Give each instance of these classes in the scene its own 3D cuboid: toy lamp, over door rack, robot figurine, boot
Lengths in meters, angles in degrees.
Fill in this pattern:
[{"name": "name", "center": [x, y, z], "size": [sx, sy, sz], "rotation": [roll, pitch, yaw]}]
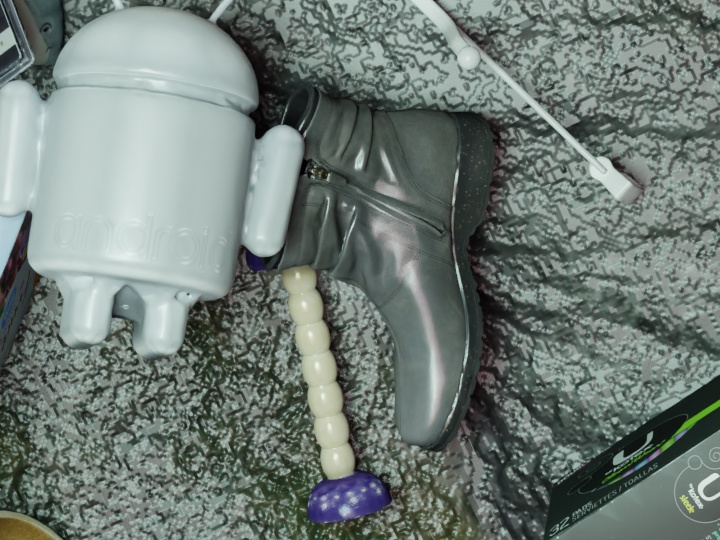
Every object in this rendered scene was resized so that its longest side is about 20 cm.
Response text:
[{"name": "toy lamp", "center": [-0.027, 0.044, 1.685], "size": [0.058, 0.058, 0.201], "rotation": [-12, 97, 7]}, {"name": "over door rack", "center": [0.127, -0.154, 1.632], "size": [0.200, 0.067, 0.148], "rotation": [42, 101, -2]}, {"name": "robot figurine", "center": [-0.115, -0.055, 1.563], "size": [0.169, 0.113, 0.201], "rotation": [8, 84, -14]}, {"name": "boot", "center": [0.000, 0.000, 1.641], "size": [0.131, 0.070, 0.201], "rotation": [4, 87, -28]}]

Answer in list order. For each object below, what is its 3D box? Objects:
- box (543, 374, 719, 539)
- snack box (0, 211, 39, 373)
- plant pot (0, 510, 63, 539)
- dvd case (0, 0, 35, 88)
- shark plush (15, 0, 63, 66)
[{"name": "box", "center": [0.219, 0.131, 1.629], "size": [0.200, 0.149, 0.125], "rotation": [-35, 94, 10]}, {"name": "snack box", "center": [-0.228, 0.040, 1.618], "size": [0.053, 0.142, 0.201], "rotation": [19, 69, 0]}, {"name": "plant pot", "center": [-0.257, 0.265, 1.695], "size": [0.199, 0.186, 0.187], "rotation": [-27, 96, 22]}, {"name": "dvd case", "center": [-0.267, -0.163, 1.629], "size": [0.148, 0.016, 0.201], "rotation": [-34, 66, 27]}, {"name": "shark plush", "center": [-0.195, -0.222, 1.670], "size": [0.083, 0.091, 0.201], "rotation": [10, 86, -21]}]
